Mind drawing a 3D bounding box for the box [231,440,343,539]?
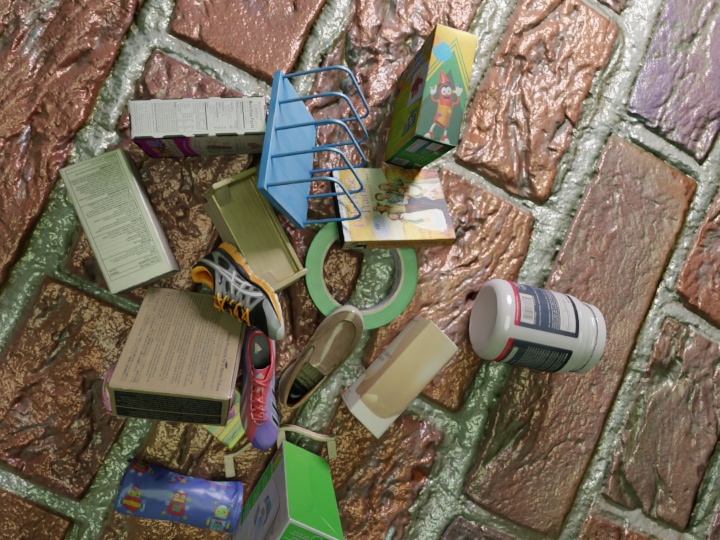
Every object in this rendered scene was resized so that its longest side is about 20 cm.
[{"bbox_3d":[-0.117,0.399,0.792,0.096,0.200,0.178,31,96,-15],"label":"box"}]

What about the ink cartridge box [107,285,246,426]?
[{"bbox_3d":[-0.264,0.124,0.786,0.162,0.201,0.076,10,129,-10],"label":"ink cartridge box"}]

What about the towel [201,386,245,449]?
[{"bbox_3d":[-0.264,0.204,0.876,0.200,0.018,0.086,43,78,-6],"label":"towel"}]

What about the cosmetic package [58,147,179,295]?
[{"bbox_3d":[-0.373,-0.074,0.819,0.102,0.087,0.203,-21,93,-10],"label":"cosmetic package"}]

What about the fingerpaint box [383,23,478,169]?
[{"bbox_3d":[0.109,-0.268,0.848,0.072,0.200,0.170,11,88,-11],"label":"fingerpaint box"}]

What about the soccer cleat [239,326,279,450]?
[{"bbox_3d":[-0.165,0.192,0.851,0.066,0.076,0.203,-1,82,-10],"label":"soccer cleat"}]

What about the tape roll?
[{"bbox_3d":[0.000,0.000,0.905,0.197,0.048,0.204,0,90,-10],"label":"tape roll"}]

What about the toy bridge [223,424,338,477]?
[{"bbox_3d":[-0.134,0.301,0.892,0.197,0.027,0.068,-7,91,-10],"label":"toy bridge"}]

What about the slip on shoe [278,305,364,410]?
[{"bbox_3d":[-0.065,0.146,0.859,0.076,0.061,0.200,42,100,-15],"label":"slip on shoe"}]

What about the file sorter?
[{"bbox_3d":[-0.062,-0.188,0.800,0.121,0.139,0.203,-3,69,20],"label":"file sorter"}]

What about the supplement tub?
[{"bbox_3d":[0.305,0.101,0.912,0.197,0.140,0.143,13,88,-10],"label":"supplement tub"}]

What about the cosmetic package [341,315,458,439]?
[{"bbox_3d":[0.064,0.176,0.889,0.071,0.105,0.200,45,82,-7],"label":"cosmetic package"}]

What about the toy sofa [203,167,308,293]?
[{"bbox_3d":[-0.176,-0.057,0.863,0.082,0.097,0.202,-29,94,-27],"label":"toy sofa"}]

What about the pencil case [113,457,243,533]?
[{"bbox_3d":[-0.288,0.362,0.836,0.197,0.087,0.079,17,83,-11],"label":"pencil case"}]

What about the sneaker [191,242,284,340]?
[{"bbox_3d":[-0.187,0.042,0.804,0.077,0.079,0.200,-29,56,-31],"label":"sneaker"}]

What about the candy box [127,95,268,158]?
[{"bbox_3d":[-0.244,-0.223,0.818,0.197,0.136,0.062,-4,91,-11],"label":"candy box"}]

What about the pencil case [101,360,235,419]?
[{"bbox_3d":[-0.295,0.190,0.820,0.197,0.083,0.088,6,84,-12],"label":"pencil case"}]

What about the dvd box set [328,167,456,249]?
[{"bbox_3d":[0.053,-0.108,0.882,0.197,0.029,0.148,-2,63,-17],"label":"dvd box set"}]
